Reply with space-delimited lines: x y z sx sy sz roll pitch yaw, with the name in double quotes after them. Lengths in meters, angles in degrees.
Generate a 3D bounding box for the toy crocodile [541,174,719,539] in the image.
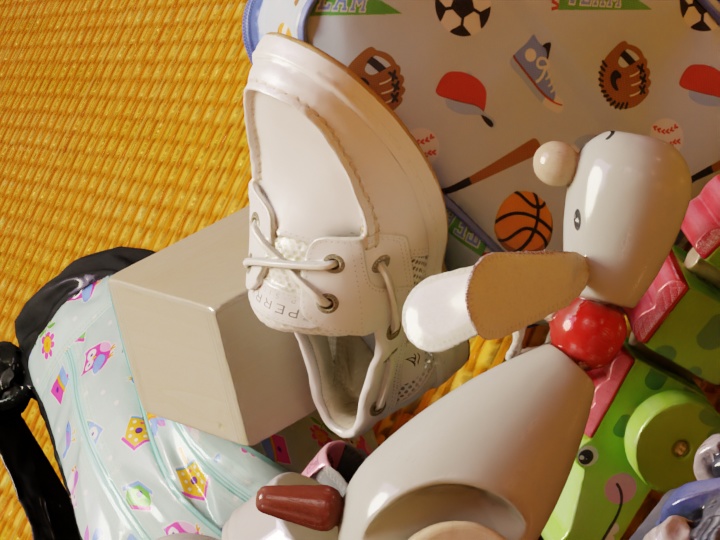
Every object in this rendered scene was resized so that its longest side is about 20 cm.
0.119 0.020 1.032 0.200 0.062 0.068 -58 19 15 "toy crocodile"

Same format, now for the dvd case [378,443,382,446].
-0.015 0.147 1.282 0.200 0.018 0.143 -16 50 65 "dvd case"

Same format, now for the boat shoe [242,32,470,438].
-0.010 -0.004 1.045 0.071 0.200 0.069 29 65 34 "boat shoe"

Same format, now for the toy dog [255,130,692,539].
0.034 0.040 0.969 0.132 0.096 0.200 128 166 -64 "toy dog"

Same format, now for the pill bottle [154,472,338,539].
-0.072 0.170 1.049 0.200 0.111 0.111 -43 24 16 "pill bottle"

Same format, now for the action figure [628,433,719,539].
0.126 0.108 0.904 0.193 0.105 0.200 -33 6 45 "action figure"

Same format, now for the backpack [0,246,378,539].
-0.069 0.083 1.250 0.127 0.167 0.200 -59 29 25 "backpack"

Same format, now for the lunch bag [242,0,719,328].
0.065 -0.080 1.094 0.160 0.200 0.076 -51 21 -16 "lunch bag"

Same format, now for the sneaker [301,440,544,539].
-0.018 0.109 1.115 0.200 0.082 0.070 -21 20 16 "sneaker"

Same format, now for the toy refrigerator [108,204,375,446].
0.000 0.000 1.177 0.200 0.070 0.076 -29 27 -33 "toy refrigerator"
